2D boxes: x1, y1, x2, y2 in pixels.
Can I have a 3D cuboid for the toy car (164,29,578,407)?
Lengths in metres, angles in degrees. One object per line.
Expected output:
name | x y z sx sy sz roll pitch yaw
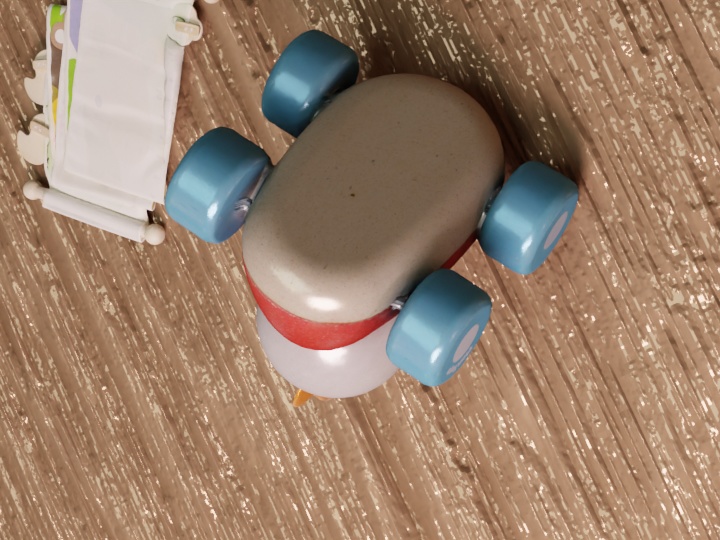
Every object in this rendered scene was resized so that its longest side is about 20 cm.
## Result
toy car | 0.000 0.000 1.392 0.184 0.177 0.200 32 149 14

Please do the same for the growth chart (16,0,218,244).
growth chart | -0.163 -0.116 1.557 0.145 0.018 0.200 29 118 31
